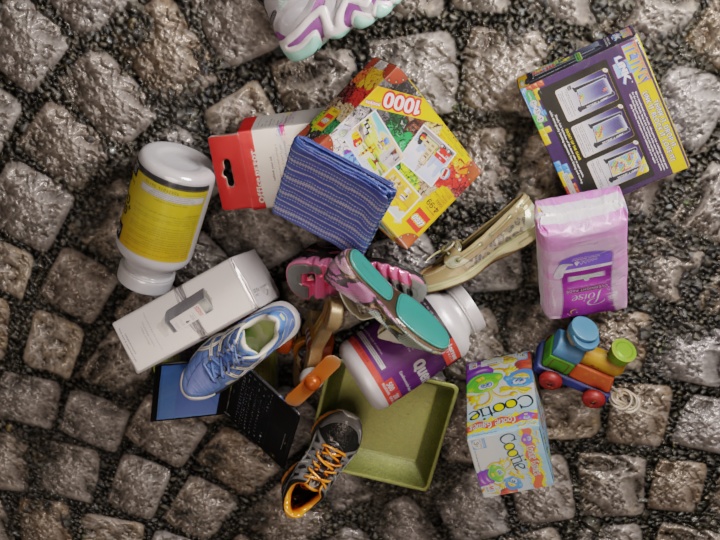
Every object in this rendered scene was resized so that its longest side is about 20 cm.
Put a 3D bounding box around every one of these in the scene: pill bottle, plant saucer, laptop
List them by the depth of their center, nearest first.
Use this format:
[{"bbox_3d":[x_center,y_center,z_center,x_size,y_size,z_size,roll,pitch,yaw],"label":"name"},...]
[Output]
[{"bbox_3d":[-0.278,-0.069,1.598,0.112,0.112,0.201,19,115,-5],"label":"pill bottle"},{"bbox_3d":[0.076,0.103,1.635,0.200,0.112,0.113,-33,111,-4],"label":"pill bottle"},{"bbox_3d":[-0.203,0.217,1.696,0.200,0.103,0.178,40,147,15],"label":"laptop"},{"bbox_3d":[0.031,0.226,1.753,0.199,0.048,0.200,13,116,-2],"label":"plant saucer"}]

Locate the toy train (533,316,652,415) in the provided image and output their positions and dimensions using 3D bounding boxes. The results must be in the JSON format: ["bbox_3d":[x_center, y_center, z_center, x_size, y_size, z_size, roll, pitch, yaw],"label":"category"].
[{"bbox_3d":[0.360,0.140,1.643,0.199,0.085,0.116,23,142,-6],"label":"toy train"}]

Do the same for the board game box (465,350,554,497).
[{"bbox_3d":[0.212,0.218,1.649,0.103,0.200,0.105,-13,114,10],"label":"board game box"}]

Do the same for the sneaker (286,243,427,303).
[{"bbox_3d":[0.000,0.000,1.616,0.199,0.095,0.079,11,119,9],"label":"sneaker"}]

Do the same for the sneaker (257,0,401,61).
[{"bbox_3d":[-0.041,-0.368,1.454,0.199,0.078,0.140,-26,112,16],"label":"sneaker"}]

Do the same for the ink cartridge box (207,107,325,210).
[{"bbox_3d":[-0.098,-0.153,1.568,0.199,0.067,0.117,-6,115,7],"label":"ink cartridge box"}]

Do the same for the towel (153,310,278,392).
[{"bbox_3d":[-0.219,0.120,1.736,0.199,0.023,0.144,1,117,5],"label":"towel"}]

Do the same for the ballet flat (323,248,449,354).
[{"bbox_3d":[0.031,0.052,1.549,0.200,0.069,0.071,41,123,-15],"label":"ballet flat"}]

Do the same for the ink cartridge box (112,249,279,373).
[{"bbox_3d":[-0.229,0.055,1.620,0.199,0.146,0.085,-27,92,10],"label":"ink cartridge box"}]

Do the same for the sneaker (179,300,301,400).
[{"bbox_3d":[-0.175,0.109,1.587,0.200,0.077,0.076,-39,85,8],"label":"sneaker"}]

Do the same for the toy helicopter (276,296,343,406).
[{"bbox_3d":[-0.064,0.106,1.612,0.079,0.133,0.200,12,146,-13],"label":"toy helicopter"}]

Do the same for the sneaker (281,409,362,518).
[{"bbox_3d":[-0.058,0.295,1.725,0.078,0.077,0.200,27,114,-7],"label":"sneaker"}]

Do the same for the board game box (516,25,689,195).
[{"bbox_3d":[0.322,-0.197,1.520,0.165,0.057,0.200,-23,112,13],"label":"board game box"}]

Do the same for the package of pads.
[{"bbox_3d":[0.300,-0.022,1.556,0.120,0.076,0.200,-9,140,5],"label":"package of pads"}]

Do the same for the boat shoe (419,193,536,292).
[{"bbox_3d":[0.161,-0.036,1.608,0.199,0.073,0.063,-30,104,6],"label":"boat shoe"}]

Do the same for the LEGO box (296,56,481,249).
[{"bbox_3d":[0.039,-0.153,1.500,0.149,0.077,0.200,-46,121,-3],"label":"LEGO box"}]

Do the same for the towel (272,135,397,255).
[{"bbox_3d":[-0.039,-0.089,1.479,0.144,0.024,0.200,28,152,1],"label":"towel"}]
